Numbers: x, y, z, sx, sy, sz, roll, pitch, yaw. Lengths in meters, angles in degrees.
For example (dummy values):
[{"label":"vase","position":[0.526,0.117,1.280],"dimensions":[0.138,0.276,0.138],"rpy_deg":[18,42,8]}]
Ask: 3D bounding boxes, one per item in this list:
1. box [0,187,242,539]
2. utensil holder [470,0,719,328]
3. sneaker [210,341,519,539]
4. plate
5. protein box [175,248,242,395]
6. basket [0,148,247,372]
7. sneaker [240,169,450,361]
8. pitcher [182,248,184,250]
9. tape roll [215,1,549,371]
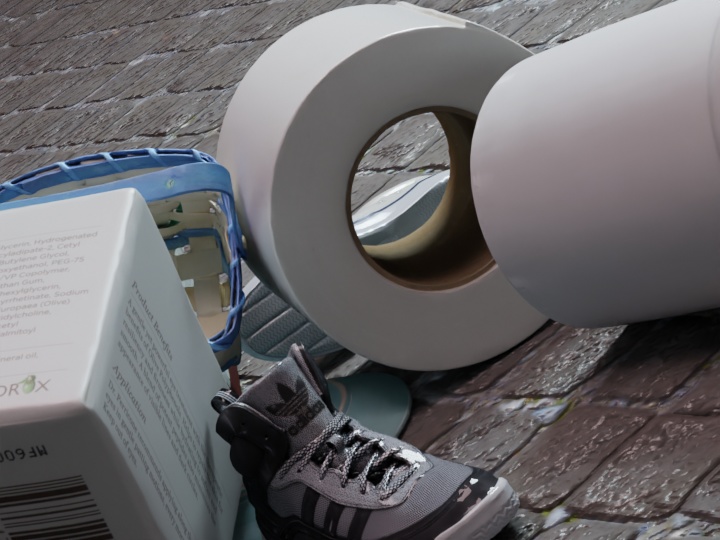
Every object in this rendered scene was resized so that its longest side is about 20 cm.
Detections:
[{"label":"box","position":[-0.187,0.092,1.510],"dimensions":[0.200,0.199,0.172],"rpy_deg":[-8,41,16]},{"label":"utensil holder","position":[0.180,-0.061,1.492],"dimensions":[0.200,0.170,0.170],"rpy_deg":[-15,24,47]},{"label":"sneaker","position":[-0.009,0.098,1.460],"dimensions":[0.075,0.114,0.200],"rpy_deg":[-42,20,-30]},{"label":"plate","position":[-0.061,0.113,1.660],"dimensions":[0.200,0.026,0.200],"rpy_deg":[-28,17,9]},{"label":"protein box","position":[-0.197,0.059,1.848],"dimensions":[0.198,0.135,0.200],"rpy_deg":[-30,17,4]},{"label":"basket","position":[-0.151,-0.003,1.624],"dimensions":[0.176,0.139,0.200],"rpy_deg":[-9,-17,1]},{"label":"sneaker","position":[0.000,0.000,1.810],"dimensions":[0.200,0.073,0.071],"rpy_deg":[-28,6,-20]},{"label":"pitcher","position":[-0.249,0.024,2.094],"dimensions":[0.200,0.121,0.172],"rpy_deg":[-1,49,39]},{"label":"tape roll","position":[0.026,-0.052,1.668],"dimensions":[0.203,0.203,0.139],"rpy_deg":[-34,17,-8]}]
